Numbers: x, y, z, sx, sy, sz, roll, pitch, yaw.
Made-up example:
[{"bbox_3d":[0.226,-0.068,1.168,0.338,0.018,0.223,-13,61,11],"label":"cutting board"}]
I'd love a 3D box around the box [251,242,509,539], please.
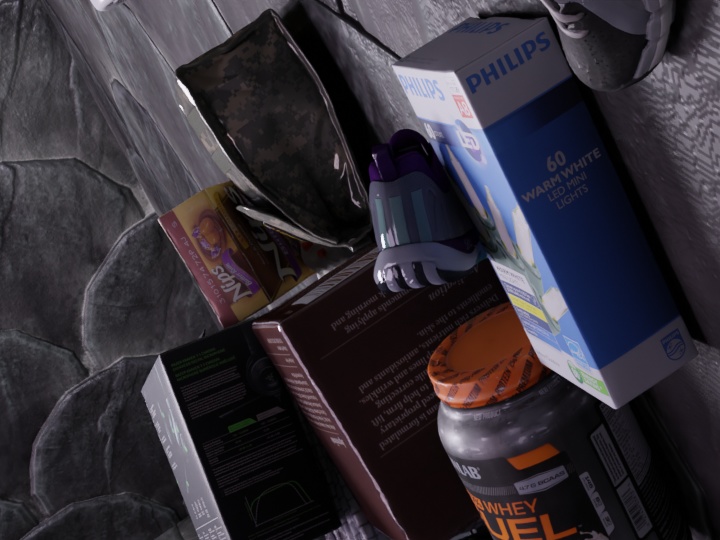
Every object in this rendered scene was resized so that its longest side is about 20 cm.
[{"bbox_3d":[0.040,0.081,1.007,0.201,0.165,0.164,59,168,-4],"label":"box"}]

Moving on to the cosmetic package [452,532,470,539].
[{"bbox_3d":[0.041,0.230,1.408,0.200,0.051,0.152,35,156,55],"label":"cosmetic package"}]

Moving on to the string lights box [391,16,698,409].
[{"bbox_3d":[0.099,-0.035,0.708,0.201,0.059,0.103,61,171,-17],"label":"string lights box"}]

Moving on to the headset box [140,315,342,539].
[{"bbox_3d":[-0.111,0.151,1.127,0.202,0.092,0.174,66,161,9],"label":"headset box"}]

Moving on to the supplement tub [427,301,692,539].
[{"bbox_3d":[0.128,0.127,0.859,0.201,0.122,0.122,61,169,-18],"label":"supplement tub"}]

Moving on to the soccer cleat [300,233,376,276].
[{"bbox_3d":[0.000,0.000,1.234,0.078,0.069,0.200,57,169,-27],"label":"soccer cleat"}]

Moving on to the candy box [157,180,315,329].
[{"bbox_3d":[-0.109,-0.023,1.224,0.117,0.056,0.200,59,-166,-3],"label":"candy box"}]

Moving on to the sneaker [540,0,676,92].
[{"bbox_3d":[0.055,-0.128,0.498,0.075,0.115,0.201,49,165,38],"label":"sneaker"}]

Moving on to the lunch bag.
[{"bbox_3d":[-0.066,-0.100,1.111,0.201,0.117,0.164,57,176,-6],"label":"lunch bag"}]

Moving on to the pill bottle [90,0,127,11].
[{"bbox_3d":[-0.255,-0.360,1.242,0.201,0.111,0.111,60,169,-9],"label":"pill bottle"}]

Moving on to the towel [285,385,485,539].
[{"bbox_3d":[0.020,0.157,1.167,0.086,0.164,0.202,-46,64,51],"label":"towel"}]

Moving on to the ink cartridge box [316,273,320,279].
[{"bbox_3d":[0.021,0.114,1.407,0.177,0.044,0.201,-112,-2,-54],"label":"ink cartridge box"}]

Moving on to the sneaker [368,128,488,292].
[{"bbox_3d":[0.050,-0.047,0.804,0.200,0.074,0.089,-36,-65,-75],"label":"sneaker"}]

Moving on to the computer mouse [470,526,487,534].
[{"bbox_3d":[0.110,0.202,1.350,0.140,0.046,0.202,99,148,-85],"label":"computer mouse"}]

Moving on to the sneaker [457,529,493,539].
[{"bbox_3d":[0.113,0.265,1.087,0.200,0.075,0.116,128,137,-61],"label":"sneaker"}]
